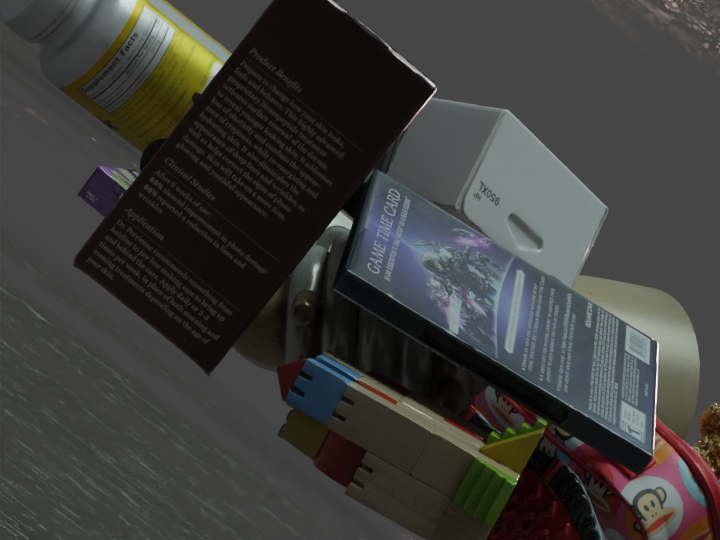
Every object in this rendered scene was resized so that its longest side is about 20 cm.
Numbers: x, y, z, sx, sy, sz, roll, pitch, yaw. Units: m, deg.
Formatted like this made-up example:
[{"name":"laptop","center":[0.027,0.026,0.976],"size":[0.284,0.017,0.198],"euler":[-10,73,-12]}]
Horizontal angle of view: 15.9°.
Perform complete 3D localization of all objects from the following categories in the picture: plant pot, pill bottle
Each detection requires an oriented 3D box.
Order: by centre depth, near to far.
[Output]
[{"name":"plant pot","center":[0.123,0.076,1.962],"size":[0.199,0.188,0.187],"euler":[19,15,-31]},{"name":"pill bottle","center":[-0.191,-0.175,2.096],"size":[0.200,0.111,0.111],"euler":[39,4,-24]}]

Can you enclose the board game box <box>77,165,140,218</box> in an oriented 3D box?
[{"name":"board game box","center":[-0.091,0.004,1.686],"size":[0.200,0.032,0.120],"euler":[40,0,4]}]

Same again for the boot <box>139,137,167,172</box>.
[{"name":"boot","center":[-0.074,-0.026,1.967],"size":[0.186,0.064,0.200],"euler":[43,0,13]}]

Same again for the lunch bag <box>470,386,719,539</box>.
[{"name":"lunch bag","center":[0.146,0.132,1.612],"size":[0.200,0.082,0.177],"euler":[43,-25,42]}]

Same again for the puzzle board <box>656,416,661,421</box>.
[{"name":"puzzle board","center":[0.225,0.170,1.709],"size":[0.200,0.017,0.151],"euler":[53,-10,43]}]

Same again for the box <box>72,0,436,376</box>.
[{"name":"box","center":[-0.057,-0.053,1.406],"size":[0.100,0.200,0.075],"euler":[39,4,-2]}]

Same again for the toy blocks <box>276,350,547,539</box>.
[{"name":"toy blocks","center":[0.017,0.094,1.383],"size":[0.136,0.100,0.200],"euler":[29,3,5]}]

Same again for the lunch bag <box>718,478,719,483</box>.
[{"name":"lunch bag","center":[0.307,0.220,1.770],"size":[0.161,0.075,0.200],"euler":[64,-1,-13]}]

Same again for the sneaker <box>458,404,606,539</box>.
[{"name":"sneaker","center":[0.096,0.141,1.561],"size":[0.095,0.079,0.200],"euler":[38,5,-47]}]

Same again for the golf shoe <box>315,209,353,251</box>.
[{"name":"golf shoe","center":[0.000,0.000,1.642],"size":[0.200,0.078,0.088],"euler":[37,-22,-22]}]

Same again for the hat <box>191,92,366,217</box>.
[{"name":"hat","center":[-0.056,-0.037,1.759],"size":[0.200,0.081,0.201],"euler":[35,-13,10]}]

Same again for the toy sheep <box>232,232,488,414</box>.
[{"name":"toy sheep","center":[0.018,0.038,1.527],"size":[0.198,0.139,0.138],"euler":[7,4,2]}]

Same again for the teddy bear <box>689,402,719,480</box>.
[{"name":"teddy bear","center":[0.246,0.191,1.916],"size":[0.066,0.201,0.145],"euler":[12,-27,11]}]

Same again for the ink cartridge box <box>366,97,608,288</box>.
[{"name":"ink cartridge box","center":[0.054,-0.057,1.836],"size":[0.199,0.085,0.144],"euler":[14,-18,45]}]

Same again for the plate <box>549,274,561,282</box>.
[{"name":"plate","center":[0.157,0.098,1.742],"size":[0.200,0.025,0.201],"euler":[155,-90,-83]}]

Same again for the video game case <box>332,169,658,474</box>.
[{"name":"video game case","center":[0.081,0.026,1.458],"size":[0.199,0.019,0.143],"euler":[31,25,-6]}]
